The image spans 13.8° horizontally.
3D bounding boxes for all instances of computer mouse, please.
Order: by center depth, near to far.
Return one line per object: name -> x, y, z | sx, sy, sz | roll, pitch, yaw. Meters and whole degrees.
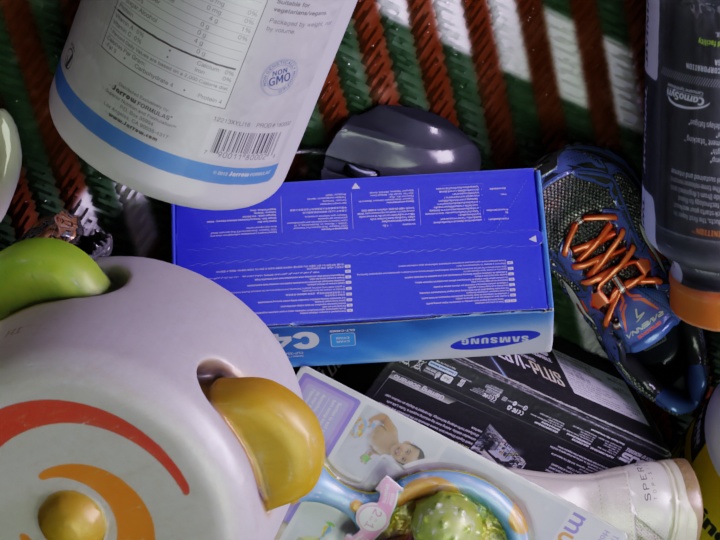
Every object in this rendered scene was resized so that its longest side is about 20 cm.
computer mouse -> -0.026, -0.059, 1.602 | 0.199, 0.034, 0.059 | 2, 123, -19

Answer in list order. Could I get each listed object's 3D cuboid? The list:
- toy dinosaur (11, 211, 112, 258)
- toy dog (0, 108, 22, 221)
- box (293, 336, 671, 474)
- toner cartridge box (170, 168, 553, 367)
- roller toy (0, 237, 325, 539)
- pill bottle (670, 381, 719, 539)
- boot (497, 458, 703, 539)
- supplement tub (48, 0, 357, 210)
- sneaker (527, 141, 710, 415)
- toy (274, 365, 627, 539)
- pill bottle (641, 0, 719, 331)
toy dinosaur -> -0.169, 0.060, 1.619 | 0.135, 0.102, 0.200 | 17, 140, -12
toy dog -> -0.261, -0.056, 1.464 | 0.193, 0.140, 0.201 | -30, 129, -13
box -> 0.047, 0.106, 1.707 | 0.199, 0.086, 0.164 | 24, 113, -31
toner cartridge box -> 0.000, 0.000, 1.582 | 0.199, 0.095, 0.043 | -3, 146, 0
roller toy -> -0.125, 0.099, 1.499 | 0.199, 0.140, 0.183 | 23, 119, 3
pill bottle -> 0.239, 0.116, 1.718 | 0.112, 0.113, 0.200 | -3, 150, -16
boot -> 0.097, 0.190, 1.684 | 0.154, 0.072, 0.201 | 3, 123, -18
supplement tub -> -0.066, -0.144, 1.469 | 0.131, 0.132, 0.201 | 10, 119, -24
sneaker -> 0.151, 0.005, 1.677 | 0.075, 0.079, 0.200 | -35, 127, 6
toy -> 0.028, 0.147, 1.587 | 0.199, 0.047, 0.115 | 29, 114, -4
pill bottle -> 0.204, -0.070, 1.603 | 0.106, 0.106, 0.201 | -6, 113, -14
